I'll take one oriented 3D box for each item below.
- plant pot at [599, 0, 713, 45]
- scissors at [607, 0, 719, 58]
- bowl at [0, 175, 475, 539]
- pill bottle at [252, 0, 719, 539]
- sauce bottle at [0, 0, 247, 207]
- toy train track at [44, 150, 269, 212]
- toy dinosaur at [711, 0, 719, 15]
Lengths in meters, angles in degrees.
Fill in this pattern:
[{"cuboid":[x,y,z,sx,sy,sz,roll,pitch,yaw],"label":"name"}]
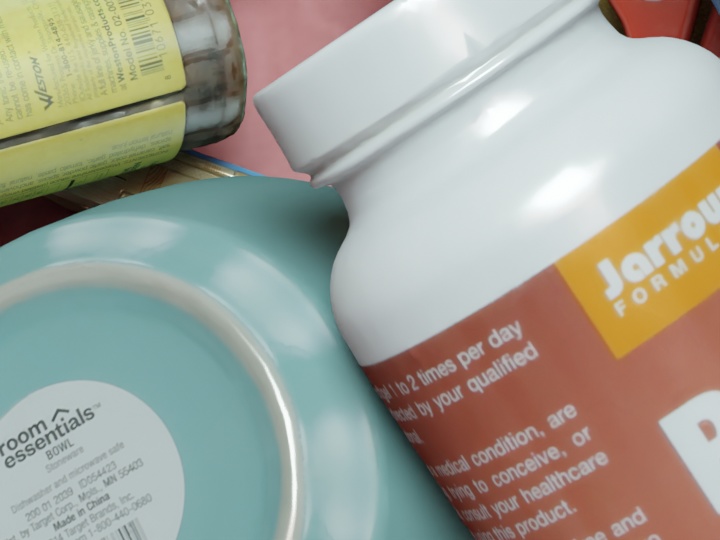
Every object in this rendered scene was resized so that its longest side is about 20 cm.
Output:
[{"cuboid":[0.107,-0.117,0.756,0.199,0.186,0.187,-14,72,8],"label":"plant pot"},{"cuboid":[0.071,-0.030,0.691,0.073,0.014,0.201,26,103,7],"label":"scissors"},{"cuboid":[-0.051,0.063,0.693,0.200,0.105,0.202,-3,78,16],"label":"bowl"},{"cuboid":[0.064,0.020,0.632,0.112,0.112,0.201,-35,95,-11],"label":"pill bottle"},{"cuboid":[-0.131,-0.041,0.722,0.199,0.065,0.065,-15,72,-23],"label":"sauce bottle"},{"cuboid":[0.000,0.000,0.782,0.199,0.033,0.115,19,74,7],"label":"toy train track"},{"cuboid":[0.131,-0.063,0.643,0.105,0.182,0.200,-28,42,-6],"label":"toy dinosaur"}]
